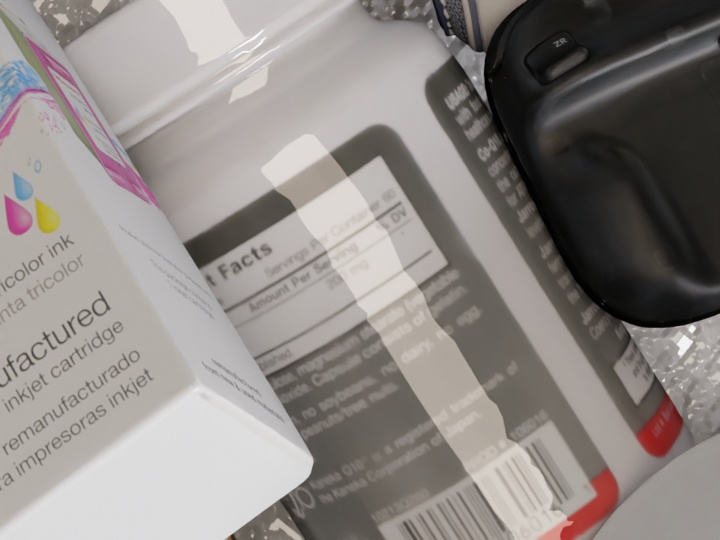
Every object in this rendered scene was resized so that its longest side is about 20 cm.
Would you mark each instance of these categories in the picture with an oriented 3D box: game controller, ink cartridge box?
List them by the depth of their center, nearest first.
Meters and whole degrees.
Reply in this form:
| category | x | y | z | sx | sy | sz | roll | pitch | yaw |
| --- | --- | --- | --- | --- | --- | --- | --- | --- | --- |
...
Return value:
| category | x | y | z | sx | sy | sz | roll | pitch | yaw |
| --- | --- | --- | --- | --- | --- | --- | --- | --- | --- |
| ink cartridge box | -0.128 | 0.005 | 0.731 | 0.144 | 0.085 | 0.200 | -36 | 63 | 6 |
| game controller | 0.137 | -0.059 | 0.813 | 0.199 | 0.042 | 0.105 | -22 | 86 | -15 |

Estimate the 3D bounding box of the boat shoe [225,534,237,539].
| category | x | y | z | sx | sy | sz | roll | pitch | yaw |
| --- | --- | --- | --- | --- | --- | --- | --- | --- | --- |
| boat shoe | -0.107 | 0.036 | 0.829 | 0.069 | 0.074 | 0.200 | -34 | 97 | -9 |

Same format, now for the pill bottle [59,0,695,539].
| category | x | y | z | sx | sy | sz | roll | pitch | yaw |
| --- | --- | --- | --- | --- | --- | --- | --- | --- | --- |
| pill bottle | 0.000 | 0.000 | 0.818 | 0.114 | 0.114 | 0.200 | -33 | 96 | -3 |

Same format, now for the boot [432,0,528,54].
| category | x | y | z | sx | sy | sz | roll | pitch | yaw |
| --- | --- | --- | --- | --- | --- | --- | --- | --- | --- |
| boot | -0.015 | -0.150 | 0.837 | 0.090 | 0.073 | 0.201 | -17 | 87 | 2 |

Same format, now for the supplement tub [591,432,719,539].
| category | x | y | z | sx | sy | sz | roll | pitch | yaw |
| --- | --- | --- | --- | --- | --- | --- | --- | --- | --- |
| supplement tub | 0.153 | 0.144 | 0.773 | 0.144 | 0.144 | 0.200 | -45 | 123 | -2 |
